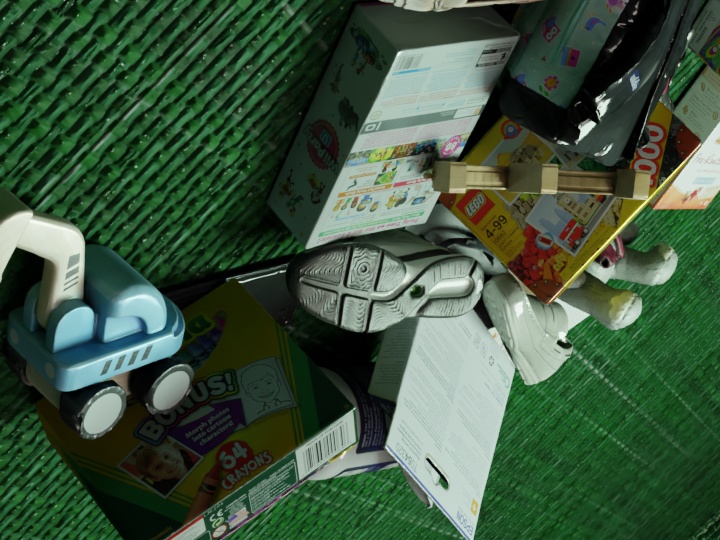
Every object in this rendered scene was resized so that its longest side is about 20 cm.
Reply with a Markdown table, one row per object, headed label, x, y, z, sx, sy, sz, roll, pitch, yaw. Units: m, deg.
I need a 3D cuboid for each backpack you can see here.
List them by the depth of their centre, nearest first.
| label | x | y | z | sx | sy | sz | roll | pitch | yaw |
| --- | --- | --- | --- | --- | --- | --- | --- | --- | --- |
| backpack | 0.200 | -0.199 | 1.226 | 0.201 | 0.126 | 0.167 | -64 | 158 | 10 |

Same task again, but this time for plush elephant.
| label | x | y | z | sx | sy | sz | roll | pitch | yaw |
| --- | --- | --- | --- | --- | --- | --- | --- | --- | --- |
| plush elephant | 0.217 | -0.061 | 1.469 | 0.164 | 0.199 | 0.156 | -29 | 131 | -50 |

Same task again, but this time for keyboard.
| label | x | y | z | sx | sy | sz | roll | pitch | yaw |
| --- | --- | --- | --- | --- | --- | --- | --- | --- | --- |
| keyboard | -0.135 | 0.053 | 1.301 | 0.199 | 0.021 | 0.128 | -14 | 136 | -41 |

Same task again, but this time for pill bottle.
| label | x | y | z | sx | sy | sz | roll | pitch | yaw |
| --- | --- | --- | --- | --- | --- | --- | --- | --- | --- |
| pill bottle | -0.025 | 0.149 | 1.486 | 0.199 | 0.111 | 0.111 | 1 | 131 | -54 |

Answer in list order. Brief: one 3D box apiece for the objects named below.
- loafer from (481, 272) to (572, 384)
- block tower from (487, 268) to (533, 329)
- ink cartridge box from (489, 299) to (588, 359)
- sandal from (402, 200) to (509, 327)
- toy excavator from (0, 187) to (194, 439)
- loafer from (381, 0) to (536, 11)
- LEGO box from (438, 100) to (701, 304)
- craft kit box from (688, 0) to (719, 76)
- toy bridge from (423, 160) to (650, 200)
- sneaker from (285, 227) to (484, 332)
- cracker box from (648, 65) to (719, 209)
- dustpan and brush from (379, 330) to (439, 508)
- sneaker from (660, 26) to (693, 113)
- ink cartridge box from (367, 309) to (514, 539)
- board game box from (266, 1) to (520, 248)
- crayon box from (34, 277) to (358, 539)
| label | x | y | z | sx | sy | sz | roll | pitch | yaw |
| --- | --- | --- | --- | --- | --- | --- | --- | --- | --- |
| loafer | 0.169 | 0.050 | 1.474 | 0.069 | 0.070 | 0.200 | -30 | 153 | 1 |
| block tower | 0.106 | 0.044 | 1.546 | 0.199 | 0.058 | 0.054 | -15 | 172 | -40 |
| ink cartridge box | 0.184 | 0.050 | 1.704 | 0.199 | 0.050 | 0.162 | -33 | 154 | 0 |
| sandal | 0.102 | -0.007 | 1.447 | 0.076 | 0.043 | 0.200 | -53 | 133 | 1 |
| toy excavator | -0.210 | 0.018 | 1.088 | 0.193 | 0.100 | 0.202 | -18 | 132 | -42 |
| loafer | 0.079 | -0.228 | 1.120 | 0.199 | 0.063 | 0.072 | -15 | 144 | -42 |
| LEGO box | 0.189 | -0.093 | 1.355 | 0.200 | 0.149 | 0.077 | -48 | 173 | 11 |
| craft kit box | 0.433 | -0.240 | 1.426 | 0.048 | 0.198 | 0.201 | -14 | 142 | -44 |
| toy bridge | 0.144 | -0.078 | 1.266 | 0.198 | 0.067 | 0.028 | 1 | 94 | -22 |
| sneaker | 0.000 | 0.000 | 1.308 | 0.199 | 0.115 | 0.076 | 3 | 106 | -36 |
| cracker box | 0.394 | -0.160 | 1.647 | 0.133 | 0.058 | 0.201 | -4 | 134 | -51 |
| dustpan and brush | 0.056 | 0.124 | 1.455 | 0.200 | 0.057 | 0.140 | 49 | 47 | -35 |
| sneaker | 0.284 | -0.199 | 1.424 | 0.083 | 0.077 | 0.200 | -36 | 154 | -1 |
| ink cartridge box | 0.074 | 0.125 | 1.407 | 0.197 | 0.043 | 0.201 | 52 | 46 | -44 |
| board game box | 0.026 | -0.121 | 1.209 | 0.147 | 0.064 | 0.201 | -13 | 140 | -43 |
| crayon box | -0.131 | 0.122 | 1.197 | 0.199 | 0.173 | 0.059 | -33 | 146 | -21 |
